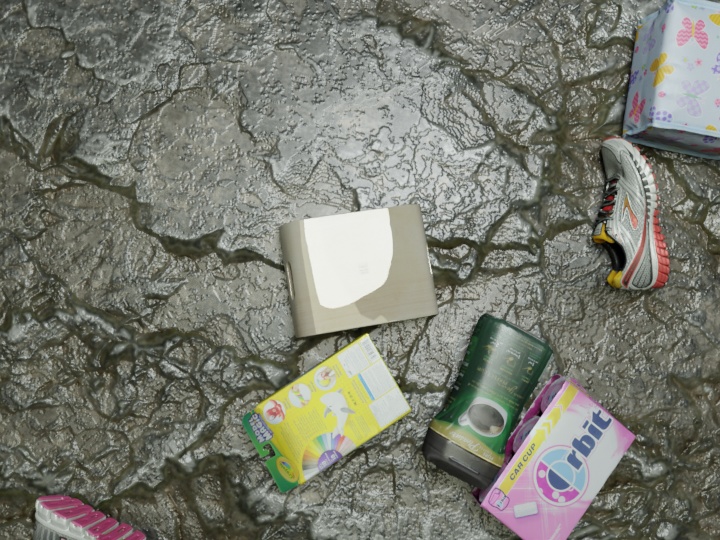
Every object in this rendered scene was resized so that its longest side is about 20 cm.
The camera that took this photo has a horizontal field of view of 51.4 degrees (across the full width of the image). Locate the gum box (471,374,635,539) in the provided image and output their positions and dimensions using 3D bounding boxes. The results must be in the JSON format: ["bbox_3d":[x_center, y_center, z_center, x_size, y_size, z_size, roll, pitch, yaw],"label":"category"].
[{"bbox_3d":[0.247,0.244,0.955,0.113,0.066,0.202,37,86,0],"label":"gum box"}]

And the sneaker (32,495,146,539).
[{"bbox_3d":[-0.332,0.359,0.928,0.196,0.074,0.090,22,95,18],"label":"sneaker"}]

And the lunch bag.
[{"bbox_3d":[0.458,-0.241,0.963,0.194,0.127,0.175,11,88,-7],"label":"lunch bag"}]

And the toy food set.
[{"bbox_3d":[0.000,0.000,0.978,0.194,0.060,0.148,-9,86,-10],"label":"toy food set"}]

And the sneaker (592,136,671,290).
[{"bbox_3d":[0.341,-0.073,0.972,0.080,0.078,0.206,-11,86,0],"label":"sneaker"}]

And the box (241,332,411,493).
[{"bbox_3d":[-0.045,0.184,0.965,0.197,0.048,0.119,-32,88,-5],"label":"box"}]

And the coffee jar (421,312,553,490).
[{"bbox_3d":[0.158,0.166,0.950,0.102,0.085,0.204,27,85,-1],"label":"coffee jar"}]
